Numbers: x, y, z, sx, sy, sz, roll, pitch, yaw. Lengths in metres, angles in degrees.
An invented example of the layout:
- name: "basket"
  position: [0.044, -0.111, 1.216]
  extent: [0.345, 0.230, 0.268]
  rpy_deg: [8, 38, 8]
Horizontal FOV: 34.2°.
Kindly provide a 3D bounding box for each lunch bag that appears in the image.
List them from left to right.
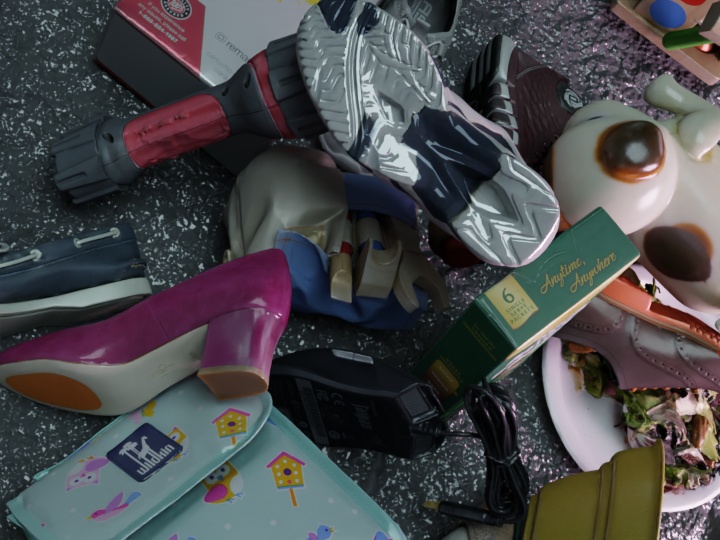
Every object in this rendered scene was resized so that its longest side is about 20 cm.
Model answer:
- name: "lunch bag"
  position: [-0.097, 0.165, 0.724]
  extent: [0.170, 0.122, 0.200]
  rpy_deg: [-38, 72, -25]

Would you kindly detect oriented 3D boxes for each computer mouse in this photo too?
- name: "computer mouse"
  position: [0.027, 0.108, 0.797]
  extent: [0.046, 0.198, 0.141]
  rpy_deg: [-59, 140, -41]

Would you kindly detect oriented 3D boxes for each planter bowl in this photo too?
- name: "planter bowl"
  position: [0.147, 0.206, 0.794]
  extent: [0.082, 0.201, 0.202]
  rpy_deg: [10, 65, 11]

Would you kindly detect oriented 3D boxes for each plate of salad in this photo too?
- name: "plate of salad"
  position: [0.235, 0.088, 0.927]
  extent: [0.198, 0.048, 0.202]
  rpy_deg: [8, 69, -21]

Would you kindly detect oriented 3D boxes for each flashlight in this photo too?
- name: "flashlight"
  position: [-0.110, -0.095, 0.771]
  extent: [0.198, 0.068, 0.069]
  rpy_deg: [-18, 62, 14]

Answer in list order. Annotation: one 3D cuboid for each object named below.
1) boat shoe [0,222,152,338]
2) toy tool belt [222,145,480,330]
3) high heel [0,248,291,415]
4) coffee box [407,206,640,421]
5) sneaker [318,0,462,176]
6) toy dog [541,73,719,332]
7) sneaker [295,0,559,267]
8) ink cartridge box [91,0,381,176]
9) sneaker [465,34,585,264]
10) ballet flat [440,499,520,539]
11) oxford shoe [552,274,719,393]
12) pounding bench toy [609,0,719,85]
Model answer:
- name: "boat shoe"
  position: [-0.231, 0.008, 0.747]
  extent: [0.198, 0.075, 0.062]
  rpy_deg: [-12, 78, -27]
- name: "toy tool belt"
  position: [0.000, 0.000, 0.812]
  extent: [0.198, 0.125, 0.124]
  rpy_deg: [8, 57, -13]
- name: "high heel"
  position: [-0.139, 0.034, 0.747]
  extent: [0.068, 0.198, 0.097]
  rpy_deg: [57, 33, -46]
- name: "coffee box"
  position: [0.096, 0.044, 0.797]
  extent: [0.122, 0.200, 0.044]
  rpy_deg: [-33, 78, -29]
- name: "sneaker"
  position: [0.025, -0.166, 0.909]
  extent: [0.074, 0.082, 0.202]
  rpy_deg: [27, 64, -11]
- name: "toy dog"
  position: [0.222, -0.052, 0.892]
  extent: [0.199, 0.139, 0.196]
  rpy_deg: [24, 61, -27]
- name: "sneaker"
  position: [0.041, -0.083, 0.739]
  extent: [0.199, 0.130, 0.080]
  rpy_deg: [38, 92, 2]
- name: "ink cartridge box"
  position: [-0.079, -0.196, 0.876]
  extent: [0.145, 0.083, 0.201]
  rpy_deg: [37, 62, -7]
- name: "sneaker"
  position: [0.141, -0.088, 0.937]
  extent: [0.114, 0.076, 0.202]
  rpy_deg: [18, 65, -19]
- name: "ballet flat"
  position: [0.062, 0.235, 0.795]
  extent: [0.067, 0.068, 0.202]
  rpy_deg: [17, 64, -8]
- name: "oxford shoe"
  position: [0.227, 0.063, 0.884]
  extent: [0.199, 0.071, 0.073]
  rpy_deg: [30, 99, -4]
- name: "pounding bench toy"
  position: [0.301, -0.237, 1.007]
  extent: [0.124, 0.156, 0.201]
  rpy_deg: [34, 63, -9]
